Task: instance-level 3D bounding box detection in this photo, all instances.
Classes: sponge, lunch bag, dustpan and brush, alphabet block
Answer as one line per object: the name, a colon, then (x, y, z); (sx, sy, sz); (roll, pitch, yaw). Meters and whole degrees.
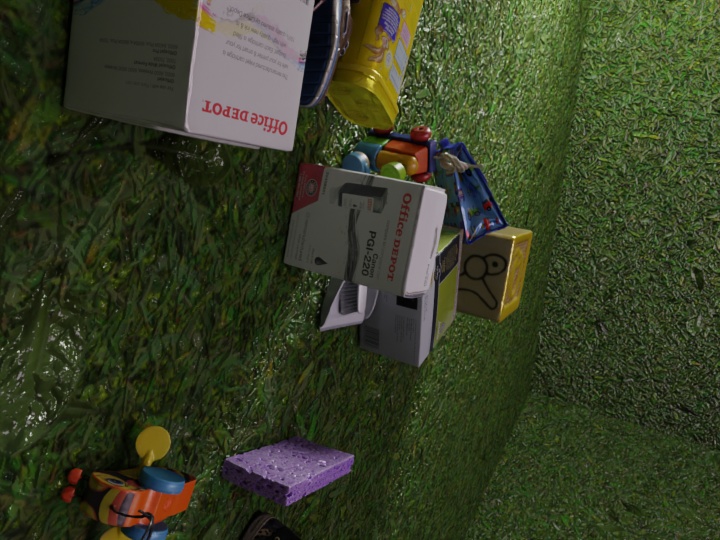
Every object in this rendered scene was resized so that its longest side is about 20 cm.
sponge: (-0.100, 0.288, 0.895); (0.199, 0.110, 0.030); (9, 93, -65)
lunch bag: (0.196, -0.165, 1.220); (0.151, 0.093, 0.203); (-141, -153, -80)
dustpan and brush: (0.000, 0.000, 1.009); (0.139, 0.056, 0.204); (-4, 101, -57)
alphabet block: (0.267, -0.011, 1.408); (0.196, 0.197, 0.199); (-19, 120, -61)

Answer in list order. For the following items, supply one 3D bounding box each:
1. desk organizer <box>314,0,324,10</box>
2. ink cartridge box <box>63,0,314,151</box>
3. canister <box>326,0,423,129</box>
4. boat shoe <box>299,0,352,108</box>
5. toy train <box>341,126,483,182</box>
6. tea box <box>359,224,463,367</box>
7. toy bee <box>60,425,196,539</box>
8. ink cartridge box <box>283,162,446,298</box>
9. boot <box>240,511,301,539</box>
desk organizer: (-0.056, -0.342, 0.650); (0.201, 0.076, 0.072); (-50, 147, -17)
ink cartridge box: (-0.138, -0.217, 0.518); (0.147, 0.143, 0.204); (-6, 108, -63)
canister: (0.023, -0.326, 0.865); (0.148, 0.085, 0.204); (32, 72, -69)
boat shoe: (-0.042, -0.301, 0.762); (0.072, 0.071, 0.204); (-1, 103, -66)
toy train: (0.076, -0.163, 0.936); (0.116, 0.197, 0.086); (-41, 138, -43)
tea box: (0.097, 0.033, 1.151); (0.196, 0.132, 0.203); (-38, 135, -52)
toy bee: (-0.235, 0.221, 0.617); (0.201, 0.107, 0.132); (110, 0, -60)
ink cartridge box: (0.004, -0.058, 0.833); (0.084, 0.197, 0.148); (-3, 105, -63)
boot: (-0.131, 0.471, 0.876); (0.201, 0.148, 0.074); (-58, 149, -34)
